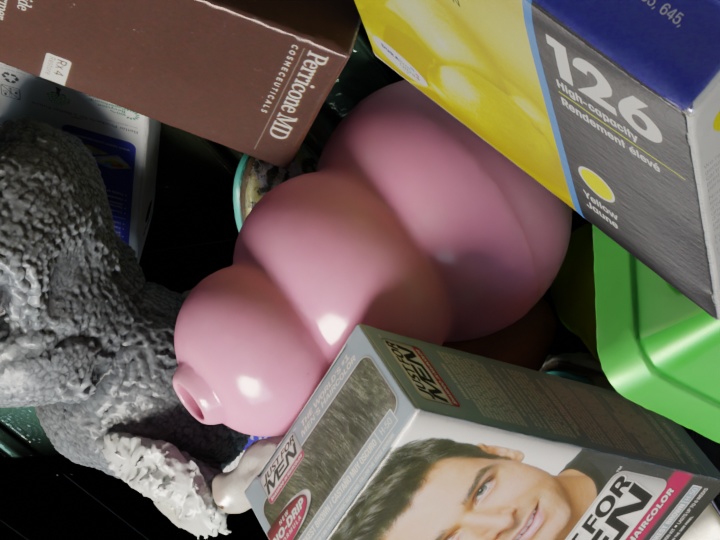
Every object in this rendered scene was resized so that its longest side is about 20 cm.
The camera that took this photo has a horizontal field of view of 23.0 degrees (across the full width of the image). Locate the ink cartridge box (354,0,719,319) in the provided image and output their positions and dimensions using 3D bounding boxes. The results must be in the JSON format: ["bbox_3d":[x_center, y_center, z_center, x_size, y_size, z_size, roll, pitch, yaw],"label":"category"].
[{"bbox_3d":[0.058,-0.093,0.613,0.198,0.047,0.200,43,171,30],"label":"ink cartridge box"}]

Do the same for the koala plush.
[{"bbox_3d":[-0.134,0.040,0.875,0.200,0.178,0.184,33,124,-13],"label":"koala plush"}]

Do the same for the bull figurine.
[{"bbox_3d":[0.017,0.078,0.873,0.065,0.200,0.121,50,159,18],"label":"bull figurine"}]

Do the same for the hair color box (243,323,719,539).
[{"bbox_3d":[0.059,0.097,0.791,0.200,0.061,0.099,16,117,-38],"label":"hair color box"}]

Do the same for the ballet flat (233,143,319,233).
[{"bbox_3d":[-0.013,-0.006,0.923,0.072,0.072,0.200,7,155,13],"label":"ballet flat"}]

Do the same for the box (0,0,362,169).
[{"bbox_3d":[-0.102,-0.127,0.765,0.199,0.075,0.100,18,149,-9],"label":"box"}]

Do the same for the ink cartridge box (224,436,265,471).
[{"bbox_3d":[-0.091,0.100,1.125,0.199,0.037,0.095,14,148,7],"label":"ink cartridge box"}]

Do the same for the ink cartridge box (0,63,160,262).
[{"bbox_3d":[-0.157,-0.059,0.930,0.099,0.039,0.200,16,148,-2],"label":"ink cartridge box"}]

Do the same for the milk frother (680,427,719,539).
[{"bbox_3d":[0.178,0.172,1.085,0.188,0.200,0.180,-38,116,25],"label":"milk frother"}]

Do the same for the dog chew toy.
[{"bbox_3d":[0.000,0.000,0.799,0.125,0.200,0.125,44,158,23],"label":"dog chew toy"}]

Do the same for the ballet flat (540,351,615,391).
[{"bbox_3d":[0.121,0.081,0.962,0.072,0.072,0.200,18,158,-6],"label":"ballet flat"}]

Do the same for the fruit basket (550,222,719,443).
[{"bbox_3d":[0.167,0.022,0.822,0.215,0.156,0.216,2,148,1],"label":"fruit basket"}]
